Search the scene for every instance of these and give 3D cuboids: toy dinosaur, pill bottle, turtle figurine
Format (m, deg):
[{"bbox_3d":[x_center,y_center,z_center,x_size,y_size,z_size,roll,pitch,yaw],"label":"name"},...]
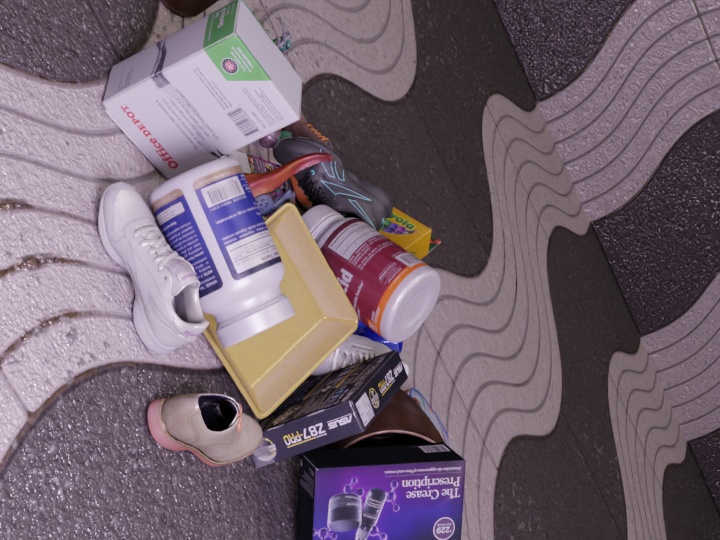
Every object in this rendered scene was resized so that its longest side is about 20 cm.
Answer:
[{"bbox_3d":[-0.165,-0.105,1.578,0.105,0.200,0.181,49,23,21],"label":"toy dinosaur"},{"bbox_3d":[-0.158,-0.020,1.461,0.201,0.115,0.116,67,23,0],"label":"pill bottle"},{"bbox_3d":[0.000,0.000,1.699,0.199,0.115,0.114,34,8,27],"label":"pill bottle"},{"bbox_3d":[-0.150,-0.284,1.813,0.201,0.100,0.150,71,32,-41],"label":"turtle figurine"}]

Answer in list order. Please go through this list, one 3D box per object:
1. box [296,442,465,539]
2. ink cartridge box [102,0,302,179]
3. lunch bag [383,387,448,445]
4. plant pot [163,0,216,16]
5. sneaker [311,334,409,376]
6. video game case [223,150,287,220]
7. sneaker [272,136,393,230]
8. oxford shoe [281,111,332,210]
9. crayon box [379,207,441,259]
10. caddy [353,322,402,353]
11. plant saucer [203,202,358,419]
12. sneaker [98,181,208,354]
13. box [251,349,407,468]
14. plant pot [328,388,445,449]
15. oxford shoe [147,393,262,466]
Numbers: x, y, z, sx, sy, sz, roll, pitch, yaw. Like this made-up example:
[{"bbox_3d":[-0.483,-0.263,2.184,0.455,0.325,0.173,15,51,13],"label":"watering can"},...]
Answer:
[{"bbox_3d":[0.025,0.298,1.567,0.079,0.198,0.143,-149,-120,-68],"label":"box"},{"bbox_3d":[-0.192,-0.219,1.536,0.146,0.199,0.085,51,26,-38],"label":"ink cartridge box"},{"bbox_3d":[0.082,0.292,1.910,0.161,0.075,0.201,58,25,-33],"label":"lunch bag"},{"bbox_3d":[-0.190,-0.479,1.736,0.187,0.199,0.188,46,34,-44],"label":"plant pot"},{"bbox_3d":[-0.016,0.122,1.759,0.199,0.080,0.077,8,102,-47],"label":"sneaker"},{"bbox_3d":[-0.140,-0.062,1.736,0.181,0.036,0.202,9,64,-65],"label":"video game case"},{"bbox_3d":[-0.045,-0.120,1.813,0.199,0.075,0.080,32,59,-7],"label":"sneaker"},{"bbox_3d":[-0.080,-0.199,1.934,0.071,0.072,0.202,-8,79,-66],"label":"oxford shoe"},{"bbox_3d":[0.015,-0.041,1.858,0.200,0.126,0.051,-37,146,-38],"label":"crayon box"},{"bbox_3d":[0.011,0.044,1.914,0.201,0.104,0.142,-82,168,-48],"label":"caddy"},{"bbox_3d":[-0.120,0.049,1.590,0.200,0.048,0.201,-43,117,-29],"label":"plant saucer"},{"bbox_3d":[-0.226,-0.011,1.414,0.075,0.099,0.202,-26,95,-50],"label":"sneaker"},{"bbox_3d":[-0.041,0.174,1.612,0.049,0.160,0.200,67,22,-8],"label":"box"},{"bbox_3d":[0.034,0.248,1.738,0.188,0.186,0.200,60,9,-24],"label":"plant pot"},{"bbox_3d":[-0.160,0.182,1.448,0.200,0.073,0.071,22,52,-61],"label":"oxford shoe"}]
